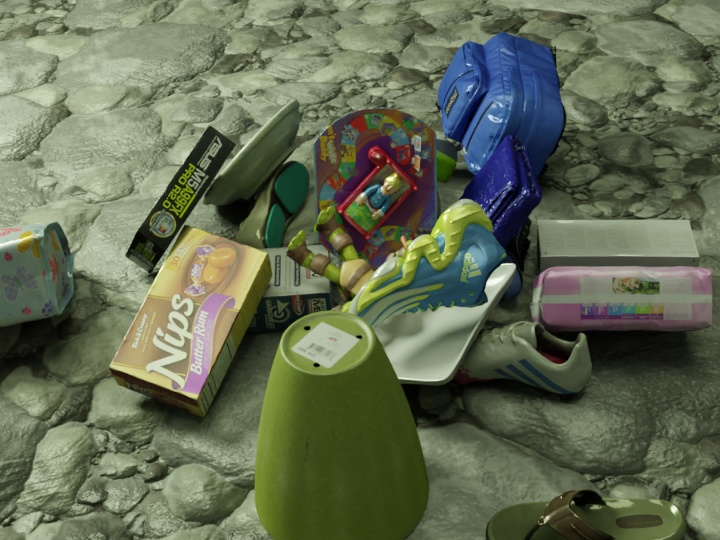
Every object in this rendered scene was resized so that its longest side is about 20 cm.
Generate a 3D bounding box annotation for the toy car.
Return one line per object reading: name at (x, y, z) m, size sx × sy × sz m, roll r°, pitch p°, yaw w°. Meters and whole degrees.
toy car at (0.026, -0.115, 1.438) m, size 0.156 × 0.166 × 0.200 m, roll 25°, pitch 12°, yaw -10°

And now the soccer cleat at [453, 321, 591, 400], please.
soccer cleat at (0.166, 0.087, 1.209) m, size 0.196 × 0.087 × 0.070 m, roll 8°, pitch 38°, yaw 16°

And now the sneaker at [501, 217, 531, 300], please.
sneaker at (0.193, -0.038, 1.385) m, size 0.076 × 0.071 × 0.201 m, roll -7°, pitch 39°, yaw -5°

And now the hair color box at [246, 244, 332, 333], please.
hair color box at (-0.134, 0.025, 1.339) m, size 0.196 × 0.061 × 0.101 m, roll -4°, pitch 39°, yaw 0°

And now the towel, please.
towel at (0.142, -0.064, 1.331) m, size 0.049 × 0.201 × 0.149 m, roll 26°, pitch 30°, yaw -22°

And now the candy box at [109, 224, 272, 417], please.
candy box at (-0.195, 0.057, 1.241) m, size 0.115 × 0.057 × 0.202 m, roll 18°, pitch 62°, yaw 12°

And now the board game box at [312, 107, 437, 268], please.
board game box at (0.021, -0.098, 1.314) m, size 0.155 × 0.204 × 0.039 m, roll -2°, pitch 13°, yaw -4°

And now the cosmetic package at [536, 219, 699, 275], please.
cosmetic package at (0.328, -0.022, 1.368) m, size 0.196 × 0.051 × 0.083 m, roll 1°, pitch 35°, yaw 7°

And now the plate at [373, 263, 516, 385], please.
plate at (0.068, 0.069, 1.238) m, size 0.197 × 0.033 × 0.201 m, roll -5°, pitch 35°, yaw 41°

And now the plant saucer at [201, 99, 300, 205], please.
plant saucer at (-0.144, -0.155, 1.517) m, size 0.050 × 0.200 × 0.201 m, roll 43°, pitch 45°, yaw -5°

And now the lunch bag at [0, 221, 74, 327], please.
lunch bag at (-0.453, 0.009, 1.337) m, size 0.166 × 0.130 × 0.200 m, roll -11°, pitch 12°, yaw -8°

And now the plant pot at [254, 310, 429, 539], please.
plant pot at (-0.024, 0.148, 1.052) m, size 0.183 × 0.203 × 0.189 m, roll -2°, pitch 37°, yaw 2°

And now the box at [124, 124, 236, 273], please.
box at (-0.234, -0.086, 1.358) m, size 0.044 × 0.200 × 0.162 m, roll 34°, pitch 73°, yaw -9°

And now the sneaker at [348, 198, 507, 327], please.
sneaker at (0.079, 0.019, 1.175) m, size 0.200 × 0.076 × 0.105 m, roll -44°, pitch 77°, yaw 8°

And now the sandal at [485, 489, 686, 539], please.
sandal at (0.217, 0.240, 1.028) m, size 0.197 × 0.058 × 0.080 m, roll -7°, pitch 37°, yaw -4°

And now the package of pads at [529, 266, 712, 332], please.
package of pads at (0.302, 0.034, 1.241) m, size 0.196 × 0.077 × 0.121 m, roll -1°, pitch -2°, yaw 3°

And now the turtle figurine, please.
turtle figurine at (0.000, 0.000, 1.269) m, size 0.200 × 0.064 × 0.161 m, roll -45°, pitch 75°, yaw -7°

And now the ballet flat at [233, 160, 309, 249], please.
ballet flat at (-0.129, -0.086, 1.489) m, size 0.068 × 0.070 × 0.201 m, roll 6°, pitch 39°, yaw 13°

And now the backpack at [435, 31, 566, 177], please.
backpack at (0.202, -0.224, 1.543) m, size 0.165 × 0.164 × 0.202 m, roll 7°, pitch 45°, yaw -14°

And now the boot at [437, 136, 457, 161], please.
boot at (0.040, -0.179, 1.584) m, size 0.196 × 0.075 × 0.096 m, roll -6°, pitch 31°, yaw -12°
